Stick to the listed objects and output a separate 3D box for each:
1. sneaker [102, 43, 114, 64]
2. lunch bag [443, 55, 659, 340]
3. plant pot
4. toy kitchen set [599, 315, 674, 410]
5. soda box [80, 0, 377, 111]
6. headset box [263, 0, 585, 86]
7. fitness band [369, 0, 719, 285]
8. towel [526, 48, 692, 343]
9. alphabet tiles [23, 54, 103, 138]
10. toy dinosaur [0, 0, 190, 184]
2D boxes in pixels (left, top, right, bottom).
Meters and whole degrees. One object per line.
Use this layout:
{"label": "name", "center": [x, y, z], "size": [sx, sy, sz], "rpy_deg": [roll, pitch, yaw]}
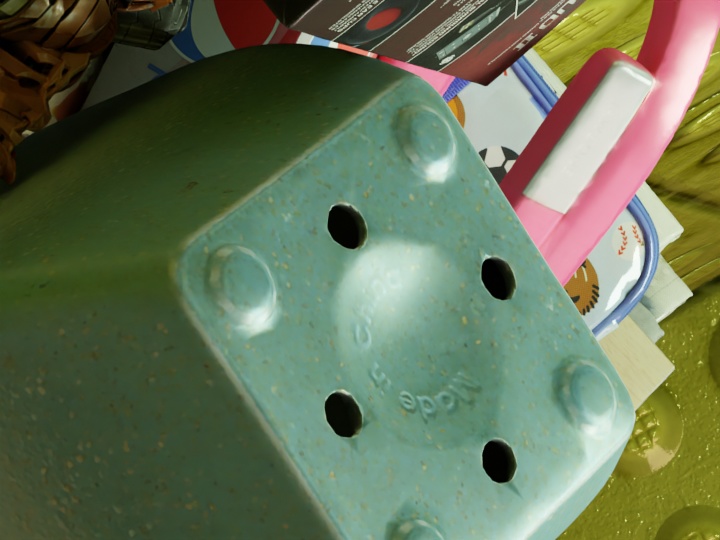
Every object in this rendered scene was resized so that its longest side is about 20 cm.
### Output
{"label": "sneaker", "center": [-0.043, -0.120, 0.980], "size": [0.199, 0.075, 0.079], "rpy_deg": [-31, 159, -25]}
{"label": "lunch bag", "center": [0.000, 0.000, 1.016], "size": [0.200, 0.160, 0.076], "rpy_deg": [-40, -172, -1]}
{"label": "plant pot", "center": [-0.043, 0.049, 0.747], "size": [0.200, 0.196, 0.196], "rpy_deg": [-25, -170, 47]}
{"label": "toy kitchen set", "center": [0.096, -0.057, 1.170], "size": [0.180, 0.200, 0.163], "rpy_deg": [-42, 179, -32]}
{"label": "soda box", "center": [-0.047, -0.059, 0.915], "size": [0.201, 0.063, 0.070], "rpy_deg": [-63, 159, 7]}
{"label": "headset box", "center": [-0.002, -0.137, 0.770], "size": [0.075, 0.149, 0.200], "rpy_deg": [-40, 168, 14]}
{"label": "fitness band", "center": [0.046, -0.054, 0.885], "size": [0.037, 0.144, 0.200], "rpy_deg": [26, 113, -29]}
{"label": "towel", "center": [0.046, -0.021, 1.243], "size": [0.192, 0.200, 0.035], "rpy_deg": [-35, 177, -33]}
{"label": "alphabet tiles", "center": [-0.138, -0.004, 0.882], "size": [0.166, 0.006, 0.201], "rpy_deg": [-47, 155, -33]}
{"label": "toy dinosaur", "center": [-0.109, -0.091, 0.751], "size": [0.102, 0.135, 0.200], "rpy_deg": [-51, -158, 29]}
